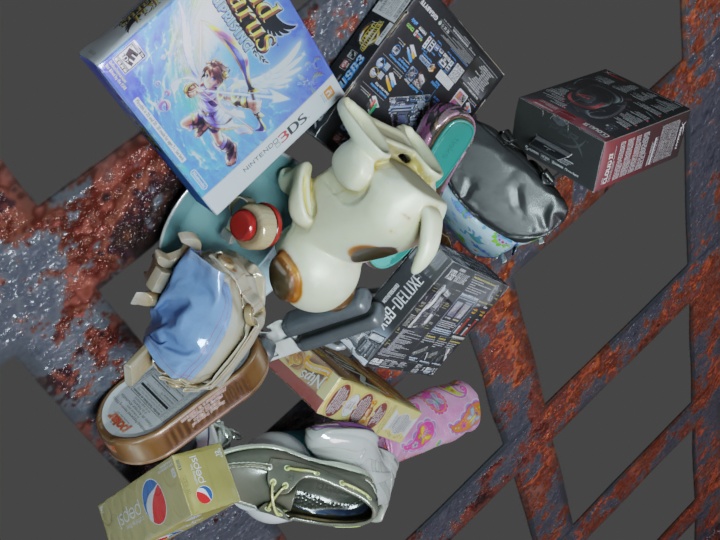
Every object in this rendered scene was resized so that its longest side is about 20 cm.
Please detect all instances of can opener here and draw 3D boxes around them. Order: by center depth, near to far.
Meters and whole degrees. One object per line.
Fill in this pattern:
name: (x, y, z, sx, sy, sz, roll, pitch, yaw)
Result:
can opener: (-0.066, 0.079, 1.141, 0.053, 0.199, 0.067, 47, 38, -32)

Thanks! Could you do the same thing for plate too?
plate: (-0.134, -0.042, 1.084, 0.200, 0.026, 0.201, -27, 135, -30)

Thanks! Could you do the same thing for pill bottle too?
pill bottle: (-0.086, 0.256, 1.272, 0.111, 0.111, 0.200, -59, 153, 8)

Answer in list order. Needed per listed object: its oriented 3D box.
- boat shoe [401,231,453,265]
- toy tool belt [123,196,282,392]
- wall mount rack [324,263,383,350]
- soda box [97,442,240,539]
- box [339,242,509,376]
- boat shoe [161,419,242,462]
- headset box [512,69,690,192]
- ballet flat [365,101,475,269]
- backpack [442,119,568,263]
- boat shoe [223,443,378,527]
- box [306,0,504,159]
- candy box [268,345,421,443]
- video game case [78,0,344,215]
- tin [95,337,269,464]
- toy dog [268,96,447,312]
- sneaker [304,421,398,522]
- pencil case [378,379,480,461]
boat shoe: (0.104, 0.013, 1.343, 0.074, 0.076, 0.201, -38, 149, -26)
toy tool belt: (-0.157, 0.024, 0.995, 0.123, 0.125, 0.201, 0, 119, -54)
wall mount rack: (0.000, 0.000, 1.221, 0.174, 0.074, 0.201, -46, 151, -50)
soda box: (-0.216, 0.256, 1.120, 0.064, 0.068, 0.200, -9, 161, -42)
box: (0.081, 0.049, 1.215, 0.158, 0.050, 0.200, -51, 153, 11)
boat shoe: (-0.181, 0.201, 1.187, 0.086, 0.075, 0.203, -29, 143, -35)
headset box: (0.305, -0.185, 1.325, 0.199, 0.148, 0.075, -23, 133, -34)
ballet flat: (0.057, -0.096, 1.126, 0.069, 0.071, 0.201, 21, 106, -32)
backpack: (0.158, -0.090, 1.232, 0.154, 0.163, 0.200, -48, 179, 14)
boat shoe: (-0.076, 0.245, 1.139, 0.200, 0.060, 0.072, 11, 105, -12)
box: (0.048, -0.194, 1.132, 0.199, 0.050, 0.200, -53, 142, 4)
candy box: (-0.020, 0.147, 1.276, 0.055, 0.115, 0.200, -55, 142, 2)
video game case: (-0.129, -0.182, 0.944, 0.181, 0.045, 0.200, -46, 134, -11)
tin: (-0.191, 0.126, 1.089, 0.200, 0.112, 0.042, -37, 128, -21)
toy dog: (-0.008, -0.042, 1.044, 0.200, 0.194, 0.139, -44, 155, 24)
sneaker: (-0.007, 0.245, 1.224, 0.200, 0.074, 0.100, 47, 46, -51)
pencil case: (0.083, 0.223, 1.474, 0.199, 0.087, 0.088, -17, 130, -36)
